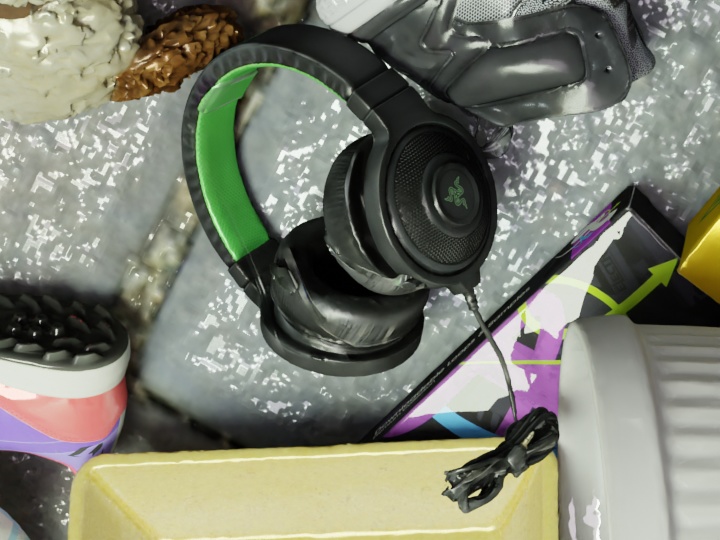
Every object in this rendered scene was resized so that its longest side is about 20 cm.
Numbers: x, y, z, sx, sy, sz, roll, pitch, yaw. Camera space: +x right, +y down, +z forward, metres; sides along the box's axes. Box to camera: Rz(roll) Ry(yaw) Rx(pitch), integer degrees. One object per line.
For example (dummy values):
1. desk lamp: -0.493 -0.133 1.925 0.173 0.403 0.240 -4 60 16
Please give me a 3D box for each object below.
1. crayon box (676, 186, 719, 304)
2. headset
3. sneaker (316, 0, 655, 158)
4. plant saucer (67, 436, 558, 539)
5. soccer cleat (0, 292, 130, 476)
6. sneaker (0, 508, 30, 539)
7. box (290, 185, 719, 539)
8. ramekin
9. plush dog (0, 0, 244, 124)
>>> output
1. crayon box: 0.251 -0.012 0.952 0.200 0.058 0.173 37 110 -3
2. headset: 0.000 0.000 0.963 0.200 0.094 0.124 47 137 9
3. sneaker: 0.085 -0.130 0.939 0.114 0.076 0.200 45 115 -7
4. plant saucer: -0.018 0.171 0.985 0.199 0.048 0.201 -3 67 11
5. soccer cleat: -0.194 0.041 1.046 0.199 0.068 0.073 10 119 7
6. sneaker: -0.172 0.100 1.008 0.082 0.074 0.200 -8 130 20
7. box: 0.088 0.085 1.024 0.143 0.036 0.200 44 110 -5
8. ramekin: 0.132 0.114 0.910 0.105 0.200 0.201 -3 107 -1
9. plush dog: -0.127 -0.129 0.949 0.199 0.161 0.172 14 132 5
